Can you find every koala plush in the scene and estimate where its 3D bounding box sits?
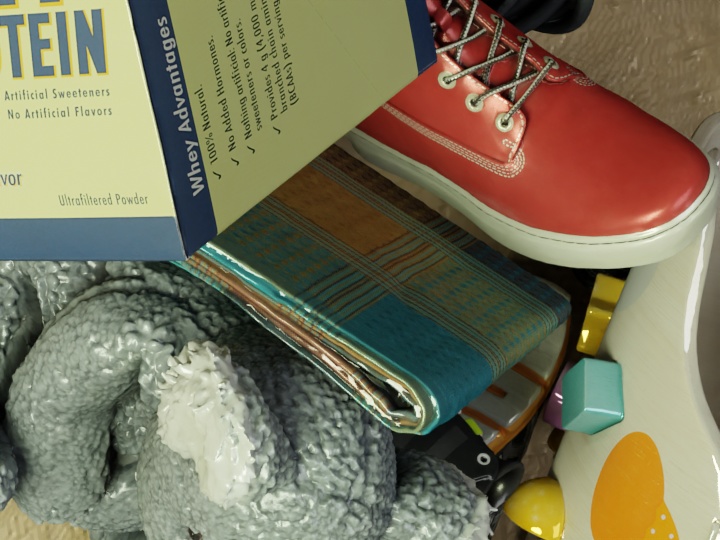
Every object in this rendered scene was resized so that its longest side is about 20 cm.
[{"bbox_3d":[-0.056,0.062,1.019,0.177,0.200,0.184,30,84,-37],"label":"koala plush"}]

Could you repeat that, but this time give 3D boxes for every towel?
[{"bbox_3d":[0.000,0.000,1.034,0.022,0.146,0.200,-59,169,19],"label":"towel"}]

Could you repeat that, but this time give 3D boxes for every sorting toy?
[{"bbox_3d":[0.141,0.025,1.137,0.200,0.106,0.181,-39,142,-70],"label":"sorting toy"}]

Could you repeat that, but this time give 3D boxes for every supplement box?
[{"bbox_3d":[-0.088,-0.132,0.938,0.200,0.134,0.201,-41,125,-53],"label":"supplement box"}]

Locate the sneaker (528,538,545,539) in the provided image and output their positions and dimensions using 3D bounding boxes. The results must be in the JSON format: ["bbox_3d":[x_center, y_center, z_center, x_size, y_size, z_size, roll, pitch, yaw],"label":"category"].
[{"bbox_3d":[0.061,0.179,1.168,0.105,0.200,0.076,43,43,-21],"label":"sneaker"}]

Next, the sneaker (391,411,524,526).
[{"bbox_3d":[0.030,0.084,1.117,0.072,0.082,0.201,67,16,-66],"label":"sneaker"}]

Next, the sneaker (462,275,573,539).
[{"bbox_3d":[0.039,0.092,1.187,0.200,0.078,0.077,-58,147,-10],"label":"sneaker"}]

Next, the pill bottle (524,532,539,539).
[{"bbox_3d":[0.175,0.169,1.219,0.115,0.200,0.116,-10,107,-34],"label":"pill bottle"}]

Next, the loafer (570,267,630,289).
[{"bbox_3d":[0.130,-0.021,1.228,0.070,0.068,0.200,-43,135,17],"label":"loafer"}]

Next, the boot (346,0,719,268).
[{"bbox_3d":[0.049,-0.084,1.042,0.072,0.199,0.145,-48,140,-21],"label":"boot"}]

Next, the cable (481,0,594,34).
[{"bbox_3d":[0.046,-0.172,1.074,0.162,0.051,0.200,12,133,-16],"label":"cable"}]
